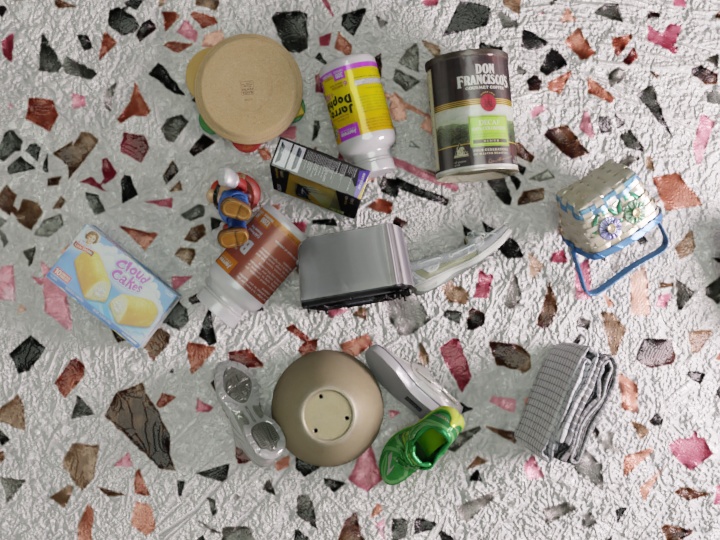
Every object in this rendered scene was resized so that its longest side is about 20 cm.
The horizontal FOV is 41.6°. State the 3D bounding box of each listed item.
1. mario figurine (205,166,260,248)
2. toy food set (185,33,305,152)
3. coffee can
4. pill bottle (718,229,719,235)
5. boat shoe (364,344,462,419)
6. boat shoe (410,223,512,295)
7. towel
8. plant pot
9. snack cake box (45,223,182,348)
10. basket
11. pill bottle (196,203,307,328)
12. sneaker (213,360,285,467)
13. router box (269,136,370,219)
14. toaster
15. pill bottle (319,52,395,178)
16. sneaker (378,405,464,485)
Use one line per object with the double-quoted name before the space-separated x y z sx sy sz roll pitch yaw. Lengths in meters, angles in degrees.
"mario figurine" -0.228 -0.107 1.578 0.106 0.200 0.124 40 101 -19
"toy food set" -0.198 -0.313 1.660 0.198 0.049 0.200 -22 88 -3
"coffee can" 0.191 -0.261 1.624 0.144 0.146 0.203 -5 88 -2
"pill bottle" 0.700 0.009 1.648 0.108 0.109 0.202 -22 88 -3
"boat shoe" 0.095 0.192 1.639 0.200 0.072 0.066 41 58 5
"boat shoe" 0.171 -0.029 1.650 0.200 0.074 0.065 -31 87 5
"towel" 0.351 0.226 1.598 0.085 0.166 0.202 23 87 -7
"plant pot" -0.055 0.238 1.596 0.197 0.134 0.203 0 88 -3
"snack cake box" -0.420 0.027 1.626 0.199 0.067 0.115 38 87 0
"basket" 0.432 -0.071 1.637 0.175 0.139 0.201 -34 123 -3
"pill bottle" -0.184 -0.005 1.613 0.112 0.112 0.200 41 86 0
"sneaker" -0.203 0.251 1.618 0.077 0.100 0.201 -14 62 -30
"router box" -0.069 -0.150 1.581 0.155 0.200 0.053 20 83 0
"toaster" 0.000 0.000 1.571 0.197 0.181 0.120 -10 85 10
"pill bottle" 0.000 -0.264 1.637 0.103 0.104 0.203 -15 88 -3
"sneaker" 0.091 0.301 1.595 0.074 0.084 0.200 43 122 1
